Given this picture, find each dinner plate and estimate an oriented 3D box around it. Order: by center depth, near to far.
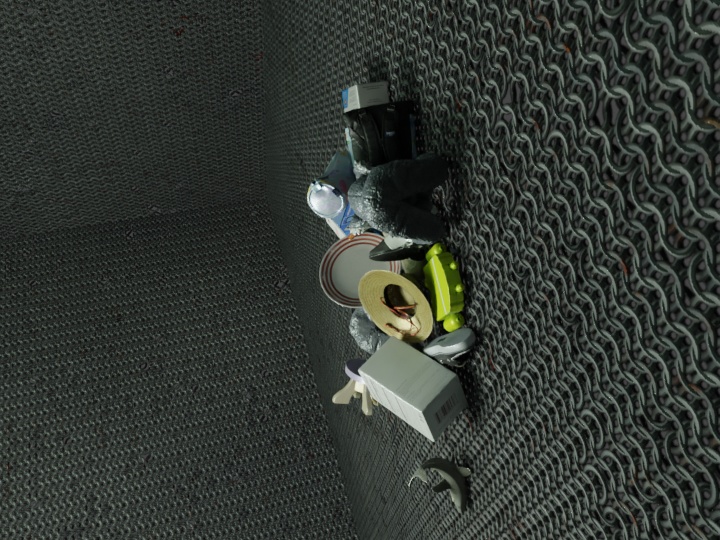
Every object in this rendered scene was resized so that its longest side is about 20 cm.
[{"bbox_3d":[0.000,0.000,1.515,0.024,0.199,0.201,67,-175,-61],"label":"dinner plate"}]

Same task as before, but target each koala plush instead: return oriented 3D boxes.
[{"bbox_3d":[0.044,-0.147,1.262,0.200,0.183,0.178,15,104,55],"label":"koala plush"},{"bbox_3d":[0.071,0.126,1.585,0.200,0.183,0.178,-50,-38,-82],"label":"koala plush"}]

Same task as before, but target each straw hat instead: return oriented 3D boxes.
[{"bbox_3d":[0.097,0.058,1.416,0.200,0.085,0.202,23,137,24],"label":"straw hat"}]

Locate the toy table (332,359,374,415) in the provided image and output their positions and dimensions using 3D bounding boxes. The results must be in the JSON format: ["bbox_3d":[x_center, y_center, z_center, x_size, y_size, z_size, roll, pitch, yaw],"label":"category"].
[{"bbox_3d":[0.010,0.362,1.979,0.200,0.183,0.118,-111,29,-80],"label":"toy table"}]

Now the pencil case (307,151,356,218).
[{"bbox_3d":[-0.053,-0.194,1.409,0.083,0.091,0.200,-40,12,32],"label":"pencil case"}]

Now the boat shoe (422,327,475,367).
[{"bbox_3d":[0.193,0.170,1.314,0.066,0.070,0.200,53,155,0],"label":"boat shoe"}]

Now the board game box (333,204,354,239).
[{"bbox_3d":[0.013,-0.177,1.507,0.103,0.200,0.019,50,-159,7],"label":"board game box"}]

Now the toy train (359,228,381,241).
[{"bbox_3d":[-0.007,-0.166,1.567,0.200,0.116,0.085,46,-166,-6],"label":"toy train"}]

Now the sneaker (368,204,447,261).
[{"bbox_3d":[0.097,-0.080,1.370,0.199,0.074,0.089,-24,66,35],"label":"sneaker"}]

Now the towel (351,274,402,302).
[{"bbox_3d":[0.036,0.039,1.596,0.200,0.144,0.024,-128,13,-86],"label":"towel"}]

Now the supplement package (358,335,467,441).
[{"bbox_3d":[0.113,0.254,1.379,0.200,0.117,0.118,28,153,43],"label":"supplement package"}]

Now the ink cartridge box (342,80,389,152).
[{"bbox_3d":[0.021,-0.353,1.562,0.146,0.084,0.201,-148,48,-71],"label":"ink cartridge box"}]

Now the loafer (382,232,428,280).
[{"bbox_3d":[0.108,-0.074,1.457,0.201,0.075,0.068,63,159,24],"label":"loafer"}]

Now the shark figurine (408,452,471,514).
[{"bbox_3d":[0.199,0.453,1.420,0.089,0.214,0.129,-14,51,40],"label":"shark figurine"}]

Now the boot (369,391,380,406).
[{"bbox_3d":[0.106,0.277,1.538,0.200,0.154,0.072,115,142,-67],"label":"boot"}]

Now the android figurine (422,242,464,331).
[{"bbox_3d":[0.175,0.034,1.320,0.200,0.041,0.183,116,142,-72],"label":"android figurine"}]

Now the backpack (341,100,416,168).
[{"bbox_3d":[0.054,-0.253,1.389,0.154,0.162,0.201,-26,-76,-87],"label":"backpack"}]

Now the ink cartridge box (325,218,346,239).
[{"bbox_3d":[-0.014,-0.096,1.730,0.200,0.068,0.116,51,173,14],"label":"ink cartridge box"}]
